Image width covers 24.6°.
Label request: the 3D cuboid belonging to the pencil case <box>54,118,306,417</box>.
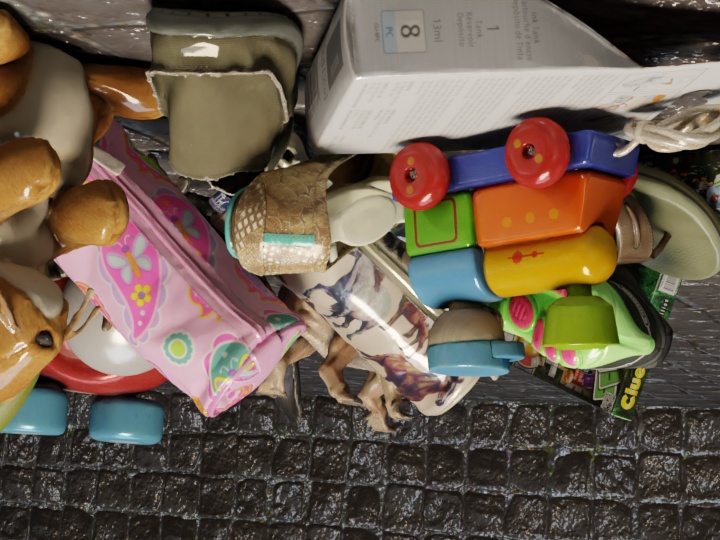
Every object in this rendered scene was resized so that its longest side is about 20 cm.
[{"bbox_3d":[-0.125,-0.009,0.975,0.200,0.087,0.087,47,175,7],"label":"pencil case"}]

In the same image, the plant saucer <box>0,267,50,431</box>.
[{"bbox_3d":[-0.270,0.030,0.965,0.199,0.202,0.031,9,-177,-31],"label":"plant saucer"}]

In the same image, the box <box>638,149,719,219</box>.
[{"bbox_3d":[0.234,-0.037,1.090,0.136,0.038,0.199,-1,170,39],"label":"box"}]

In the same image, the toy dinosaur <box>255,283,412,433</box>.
[{"bbox_3d":[0.004,0.028,1.097,0.199,0.137,0.086,20,164,-34],"label":"toy dinosaur"}]

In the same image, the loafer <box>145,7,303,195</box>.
[{"bbox_3d":[-0.064,-0.081,0.832,0.075,0.070,0.200,3,172,6],"label":"loafer"}]

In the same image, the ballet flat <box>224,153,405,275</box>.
[{"bbox_3d":[0.002,-0.038,0.894,0.065,0.071,0.200,9,-156,25],"label":"ballet flat"}]

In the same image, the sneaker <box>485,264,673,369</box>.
[{"bbox_3d":[0.129,0.017,1.041,0.083,0.077,0.200,17,-163,-25],"label":"sneaker"}]

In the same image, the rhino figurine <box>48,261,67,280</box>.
[{"bbox_3d":[-0.210,-0.038,1.140,0.059,0.088,0.200,-15,-177,-31],"label":"rhino figurine"}]

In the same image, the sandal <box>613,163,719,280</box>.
[{"bbox_3d":[0.132,-0.036,0.963,0.200,0.058,0.080,27,154,-32],"label":"sandal"}]

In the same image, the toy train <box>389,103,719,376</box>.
[{"bbox_3d":[0.109,-0.013,0.803,0.199,0.117,0.084,-9,171,37],"label":"toy train"}]

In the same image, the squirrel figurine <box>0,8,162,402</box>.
[{"bbox_3d":[-0.212,-0.024,0.875,0.199,0.188,0.141,-1,170,30],"label":"squirrel figurine"}]

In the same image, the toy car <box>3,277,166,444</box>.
[{"bbox_3d":[-0.178,0.036,1.272,0.176,0.186,0.199,10,169,-38],"label":"toy car"}]

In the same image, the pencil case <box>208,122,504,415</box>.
[{"bbox_3d":[0.000,0.000,1.004,0.200,0.078,0.089,42,164,-8],"label":"pencil case"}]

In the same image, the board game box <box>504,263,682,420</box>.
[{"bbox_3d":[0.135,0.023,1.126,0.023,0.105,0.200,20,-178,-31],"label":"board game box"}]

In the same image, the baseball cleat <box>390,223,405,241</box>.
[{"bbox_3d":[0.029,-0.018,1.222,0.069,0.107,0.201,-6,139,18],"label":"baseball cleat"}]

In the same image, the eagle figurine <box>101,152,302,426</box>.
[{"bbox_3d":[-0.078,-0.001,1.150,0.200,0.152,0.151,33,-169,-39],"label":"eagle figurine"}]

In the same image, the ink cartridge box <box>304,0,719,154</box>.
[{"bbox_3d":[0.079,-0.096,0.795,0.198,0.048,0.160,-4,172,-9],"label":"ink cartridge box"}]
